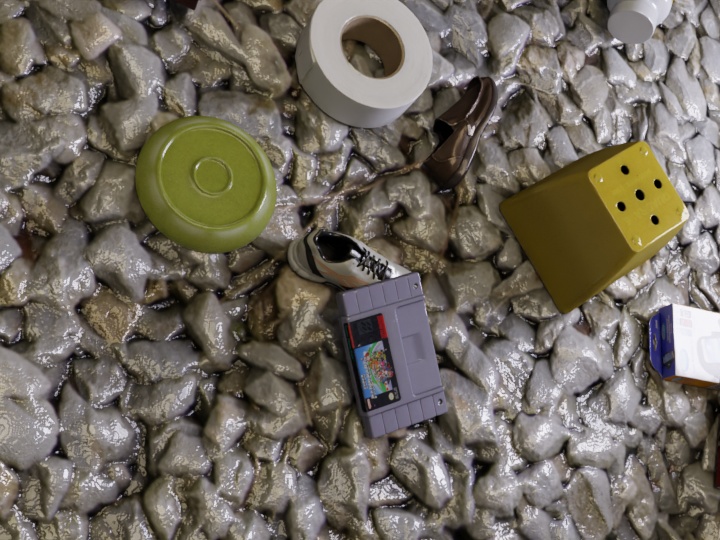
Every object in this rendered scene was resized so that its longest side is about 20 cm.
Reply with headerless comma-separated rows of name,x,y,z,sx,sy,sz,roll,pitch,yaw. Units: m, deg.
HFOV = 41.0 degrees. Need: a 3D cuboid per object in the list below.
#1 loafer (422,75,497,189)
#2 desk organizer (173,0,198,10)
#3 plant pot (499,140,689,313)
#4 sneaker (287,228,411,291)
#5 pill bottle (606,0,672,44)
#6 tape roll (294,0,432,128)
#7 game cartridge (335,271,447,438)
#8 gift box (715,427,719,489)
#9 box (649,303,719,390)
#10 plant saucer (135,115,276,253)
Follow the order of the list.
loafer,0.152,-0.224,1.473,0.071,0.073,0.201,28,64,-13
desk organizer,-0.313,-0.423,1.337,0.198,0.077,0.072,20,66,-16
plant pot,0.370,-0.084,1.464,0.199,0.176,0.201,-28,85,-28
sneaker,0.000,0.000,1.332,0.198,0.080,0.074,19,64,-19
pill bottle,0.497,-0.498,1.691,0.111,0.112,0.201,28,64,-12
tape roll,0.005,-0.318,1.443,0.201,0.071,0.205,7,71,-21
game cartridge,0.042,0.114,1.309,0.129,0.038,0.202,-16,96,-31
gift box,0.680,0.281,1.469,0.185,0.200,0.186,22,71,-17
box,0.554,0.126,1.551,0.198,0.041,0.120,12,69,-22
plant saucer,-0.204,-0.124,1.312,0.198,0.031,0.202,7,71,-22
